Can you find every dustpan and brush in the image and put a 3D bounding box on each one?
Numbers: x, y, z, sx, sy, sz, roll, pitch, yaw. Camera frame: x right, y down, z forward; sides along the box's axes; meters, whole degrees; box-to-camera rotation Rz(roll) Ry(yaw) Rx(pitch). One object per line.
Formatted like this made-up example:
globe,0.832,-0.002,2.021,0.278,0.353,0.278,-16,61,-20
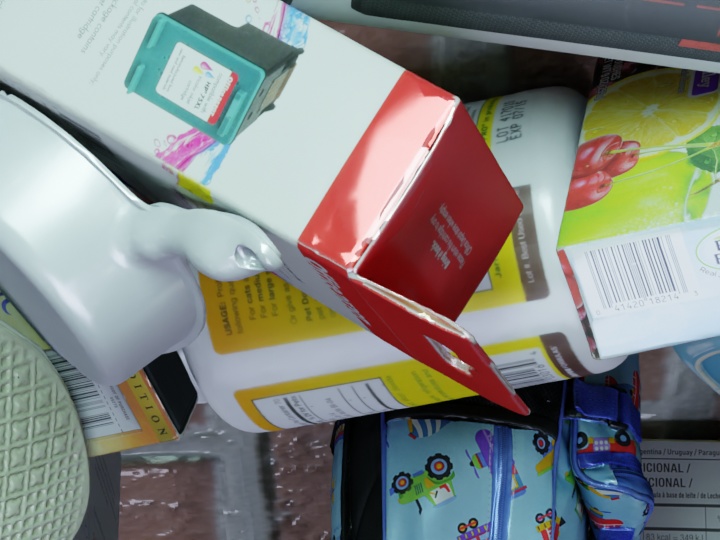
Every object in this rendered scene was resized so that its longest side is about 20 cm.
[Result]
dustpan and brush,-0.083,-0.011,0.950,0.140,0.057,0.200,53,169,-26

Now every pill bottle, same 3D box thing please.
pill bottle,0.000,0.000,1.121,0.199,0.110,0.109,-10,148,17

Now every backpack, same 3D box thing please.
backpack,0.051,0.109,1.218,0.134,0.201,0.183,-1,149,0

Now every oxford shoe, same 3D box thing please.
oxford shoe,-0.160,0.037,1.039,0.058,0.075,0.200,17,154,43

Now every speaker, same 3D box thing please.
speaker,0.074,-0.111,0.965,0.199,0.082,0.081,7,149,-12

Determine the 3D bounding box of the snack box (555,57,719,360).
snack box,0.175,-0.045,1.014,0.199,0.142,0.053,-11,120,19

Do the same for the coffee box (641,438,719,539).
coffee box,0.089,0.206,1.383,0.199,0.199,0.200,0,151,2

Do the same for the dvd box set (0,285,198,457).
dvd box set,-0.178,0.017,1.094,0.199,0.029,0.147,-13,121,24

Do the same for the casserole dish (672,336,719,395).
casserole dish,0.198,0.017,1.072,0.199,0.039,0.121,-8,157,25

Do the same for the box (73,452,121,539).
box,-0.162,0.143,1.270,0.097,0.201,0.125,-2,149,4

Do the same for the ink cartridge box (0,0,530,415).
ink cartridge box,-0.021,-0.038,0.954,0.199,0.067,0.116,30,174,19
